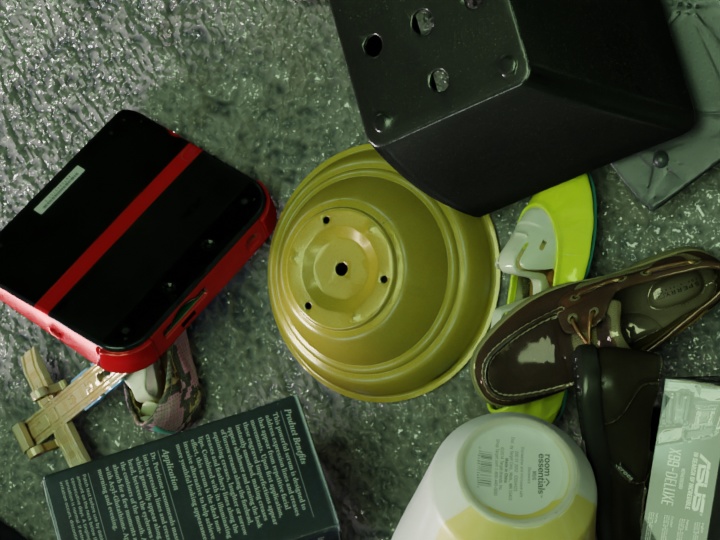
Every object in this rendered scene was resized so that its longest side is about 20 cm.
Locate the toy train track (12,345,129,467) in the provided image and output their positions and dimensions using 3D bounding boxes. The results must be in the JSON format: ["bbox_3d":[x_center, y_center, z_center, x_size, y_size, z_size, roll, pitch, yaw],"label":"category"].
[{"bbox_3d":[-0.232,0.102,1.723,0.200,0.032,0.115,-37,78,44],"label":"toy train track"}]

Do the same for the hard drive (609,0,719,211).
[{"bbox_3d":[0.210,-0.158,1.568,0.135,0.042,0.201,-38,72,19],"label":"hard drive"}]

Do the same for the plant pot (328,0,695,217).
[{"bbox_3d":[0.089,-0.164,1.508,0.199,0.177,0.201,-21,78,30],"label":"plant pot"}]

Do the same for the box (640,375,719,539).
[{"bbox_3d":[0.237,0.173,1.482,0.049,0.157,0.202,10,91,24],"label":"box"}]

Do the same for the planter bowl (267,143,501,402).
[{"bbox_3d":[0.000,0.000,1.637,0.199,0.083,0.203,-1,88,25],"label":"planter bowl"}]

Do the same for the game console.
[{"bbox_3d":[-0.182,-0.025,1.695,0.176,0.031,0.200,29,62,26],"label":"game console"}]

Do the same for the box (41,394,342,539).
[{"bbox_3d":[-0.119,0.189,1.604,0.198,0.149,0.108,-17,70,-5],"label":"box"}]

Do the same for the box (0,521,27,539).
[{"bbox_3d":[-0.370,0.291,1.775,0.197,0.123,0.201,29,100,21],"label":"box"}]

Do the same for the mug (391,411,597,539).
[{"bbox_3d":[0.110,0.187,1.473,0.149,0.154,0.187,-33,64,-25],"label":"mug"}]

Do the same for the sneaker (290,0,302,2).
[{"bbox_3d":[-0.048,-0.299,1.680,0.088,0.077,0.202,-14,80,32],"label":"sneaker"}]

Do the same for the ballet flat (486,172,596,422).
[{"bbox_3d":[0.128,0.017,1.580,0.067,0.067,0.202,12,96,57],"label":"ballet flat"}]

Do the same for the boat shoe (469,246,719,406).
[{"bbox_3d":[0.172,0.040,1.524,0.198,0.072,0.073,-22,95,-4],"label":"boat shoe"}]

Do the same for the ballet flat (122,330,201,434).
[{"bbox_3d":[-0.178,0.033,1.723,0.069,0.071,0.202,-18,81,23],"label":"ballet flat"}]

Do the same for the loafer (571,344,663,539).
[{"bbox_3d":[0.193,0.133,1.505,0.071,0.201,0.073,-8,43,7],"label":"loafer"}]
